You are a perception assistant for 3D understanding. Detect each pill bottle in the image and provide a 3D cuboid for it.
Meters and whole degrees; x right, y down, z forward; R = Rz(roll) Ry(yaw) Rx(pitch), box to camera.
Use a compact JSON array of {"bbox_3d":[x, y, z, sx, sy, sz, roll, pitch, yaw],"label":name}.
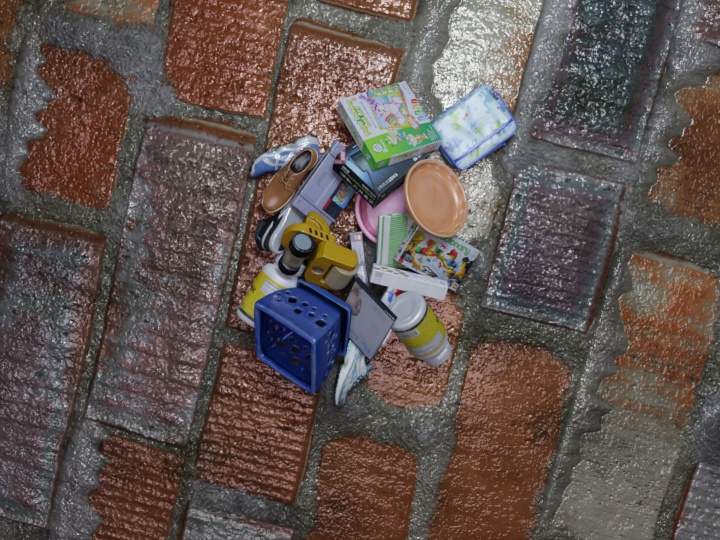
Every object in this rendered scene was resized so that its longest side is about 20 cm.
[{"bbox_3d":[-0.227,0.053,1.605,0.111,0.111,0.201,33,94,-2],"label":"pill bottle"},{"bbox_3d":[0.154,0.156,1.567,0.111,0.112,0.200,-35,128,3],"label":"pill bottle"}]

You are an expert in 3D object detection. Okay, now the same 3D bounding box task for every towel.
[{"bbox_3d":[0.136,-0.079,1.582,0.198,0.023,0.154,-4,113,-16],"label":"towel"}]

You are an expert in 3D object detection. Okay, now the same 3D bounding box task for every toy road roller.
[{"bbox_3d":[-0.100,-0.056,1.534,0.198,0.123,0.147,22,53,-14],"label":"toy road roller"}]

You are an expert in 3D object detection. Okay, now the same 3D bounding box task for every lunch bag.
[{"bbox_3d":[0.289,-0.363,1.578,0.199,0.082,0.161,-34,96,5],"label":"lunch bag"}]

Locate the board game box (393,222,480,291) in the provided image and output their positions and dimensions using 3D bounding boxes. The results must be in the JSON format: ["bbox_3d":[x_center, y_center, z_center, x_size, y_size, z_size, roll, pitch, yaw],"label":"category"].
[{"bbox_3d":[0.198,-0.042,1.584,0.199,0.035,0.127,25,102,-25],"label":"board game box"}]

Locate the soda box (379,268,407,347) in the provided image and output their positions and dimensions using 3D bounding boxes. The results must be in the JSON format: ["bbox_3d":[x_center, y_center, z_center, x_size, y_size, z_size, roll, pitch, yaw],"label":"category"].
[{"bbox_3d":[0.079,0.096,1.627,0.068,0.064,0.201,28,95,-3],"label":"soda box"}]

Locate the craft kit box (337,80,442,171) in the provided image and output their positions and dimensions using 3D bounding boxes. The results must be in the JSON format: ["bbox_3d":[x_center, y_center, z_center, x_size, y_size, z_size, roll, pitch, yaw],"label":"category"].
[{"bbox_3d":[0.071,-0.363,1.529,0.196,0.049,0.201,-23,71,-19],"label":"craft kit box"}]

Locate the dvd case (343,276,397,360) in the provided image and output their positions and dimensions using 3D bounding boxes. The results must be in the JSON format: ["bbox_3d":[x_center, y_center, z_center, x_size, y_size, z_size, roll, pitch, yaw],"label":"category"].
[{"bbox_3d":[0.009,0.123,1.535,0.017,0.201,0.143,-33,70,-36],"label":"dvd case"}]

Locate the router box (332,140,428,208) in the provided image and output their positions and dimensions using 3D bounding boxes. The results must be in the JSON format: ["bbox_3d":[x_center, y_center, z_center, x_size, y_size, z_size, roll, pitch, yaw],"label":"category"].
[{"bbox_3d":[0.050,-0.271,1.538,0.150,0.062,0.200,43,63,9],"label":"router box"}]

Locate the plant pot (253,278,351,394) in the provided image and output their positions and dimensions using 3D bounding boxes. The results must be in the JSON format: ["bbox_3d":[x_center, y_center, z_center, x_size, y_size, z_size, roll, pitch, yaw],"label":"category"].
[{"bbox_3d":[-0.134,0.150,1.537,0.199,0.180,0.201,29,135,24],"label":"plant pot"}]

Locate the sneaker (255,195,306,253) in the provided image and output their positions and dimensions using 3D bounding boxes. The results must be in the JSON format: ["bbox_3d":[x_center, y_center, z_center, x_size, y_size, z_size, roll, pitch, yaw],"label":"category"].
[{"bbox_3d":[-0.208,-0.139,1.609,0.201,0.111,0.073,-58,136,-22],"label":"sneaker"}]

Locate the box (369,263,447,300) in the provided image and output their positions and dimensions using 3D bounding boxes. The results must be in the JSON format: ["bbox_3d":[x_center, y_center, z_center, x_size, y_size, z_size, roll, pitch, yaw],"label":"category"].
[{"bbox_3d":[0.122,0.029,1.565,0.198,0.039,0.042,13,115,-3],"label":"box"}]

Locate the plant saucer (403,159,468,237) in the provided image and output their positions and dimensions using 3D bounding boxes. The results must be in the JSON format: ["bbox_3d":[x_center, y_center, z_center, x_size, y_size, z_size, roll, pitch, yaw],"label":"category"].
[{"bbox_3d":[0.182,-0.175,1.526,0.199,0.037,0.202,11,70,-31],"label":"plant saucer"}]

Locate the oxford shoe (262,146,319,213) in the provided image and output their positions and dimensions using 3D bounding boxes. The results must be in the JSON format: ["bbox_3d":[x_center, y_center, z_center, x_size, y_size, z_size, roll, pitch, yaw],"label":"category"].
[{"bbox_3d":[-0.183,-0.230,1.537,0.071,0.071,0.201,38,98,-1],"label":"oxford shoe"}]

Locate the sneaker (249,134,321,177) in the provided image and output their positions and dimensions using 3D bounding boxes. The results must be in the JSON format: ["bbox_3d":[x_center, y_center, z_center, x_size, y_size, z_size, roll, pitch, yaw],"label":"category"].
[{"bbox_3d":[-0.194,-0.282,1.593,0.198,0.076,0.078,-22,90,4],"label":"sneaker"}]

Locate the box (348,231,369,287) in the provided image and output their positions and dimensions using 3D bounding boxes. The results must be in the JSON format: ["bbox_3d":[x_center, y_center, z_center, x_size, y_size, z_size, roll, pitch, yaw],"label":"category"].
[{"bbox_3d":[0.000,0.000,1.597,0.034,0.110,0.202,-8,94,-1],"label":"box"}]

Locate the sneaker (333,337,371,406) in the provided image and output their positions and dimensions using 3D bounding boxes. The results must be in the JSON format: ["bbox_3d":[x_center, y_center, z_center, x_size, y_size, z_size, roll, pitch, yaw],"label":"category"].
[{"bbox_3d":[-0.016,0.272,1.638,0.085,0.078,0.202,16,95,-4],"label":"sneaker"}]

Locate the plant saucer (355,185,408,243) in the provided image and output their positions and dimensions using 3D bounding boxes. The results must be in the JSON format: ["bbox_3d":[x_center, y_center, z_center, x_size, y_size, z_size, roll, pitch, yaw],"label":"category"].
[{"bbox_3d":[0.085,-0.162,1.612,0.198,0.051,0.203,0,94,0],"label":"plant saucer"}]

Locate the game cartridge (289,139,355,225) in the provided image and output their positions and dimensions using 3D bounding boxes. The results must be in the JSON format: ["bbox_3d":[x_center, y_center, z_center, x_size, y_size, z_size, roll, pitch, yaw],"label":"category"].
[{"bbox_3d":[-0.076,-0.215,1.580,0.129,0.038,0.201,36,87,-31],"label":"game cartridge"}]
